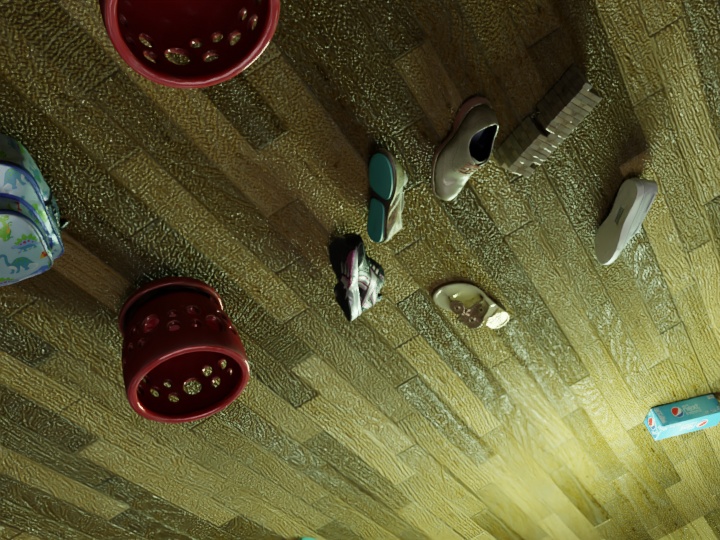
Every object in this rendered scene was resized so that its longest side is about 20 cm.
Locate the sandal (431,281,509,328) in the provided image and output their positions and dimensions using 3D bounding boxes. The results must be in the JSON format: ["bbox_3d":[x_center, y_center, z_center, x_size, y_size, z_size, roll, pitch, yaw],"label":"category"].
[{"bbox_3d":[0.236,0.087,1.820,0.211,0.070,0.078,24,121,-40],"label":"sandal"}]

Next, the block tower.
[{"bbox_3d":[0.315,-0.244,1.519,0.058,0.054,0.200,17,126,-38],"label":"block tower"}]

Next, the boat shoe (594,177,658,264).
[{"bbox_3d":[0.520,-0.095,1.767,0.068,0.072,0.200,-3,126,-21],"label":"boat shoe"}]

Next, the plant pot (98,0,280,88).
[{"bbox_3d":[-0.210,-0.347,1.069,0.200,0.183,0.201,-12,138,-11],"label":"plant pot"}]

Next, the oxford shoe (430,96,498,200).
[{"bbox_3d":[0.171,-0.186,1.498,0.071,0.074,0.200,-3,135,-22],"label":"oxford shoe"}]

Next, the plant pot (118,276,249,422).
[{"bbox_3d":[-0.301,0.126,1.516,0.200,0.183,0.201,-13,137,-12],"label":"plant pot"}]

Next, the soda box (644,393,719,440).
[{"bbox_3d":[0.874,0.395,2.444,0.199,0.064,0.068,-9,138,-15],"label":"soda box"}]

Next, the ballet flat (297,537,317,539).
[{"bbox_3d":[-0.109,0.745,2.364,0.070,0.067,0.200,-31,138,31],"label":"ballet flat"}]

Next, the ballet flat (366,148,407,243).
[{"bbox_3d":[0.049,-0.132,1.514,0.071,0.071,0.200,-11,137,-14],"label":"ballet flat"}]

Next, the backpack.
[{"bbox_3d":[-0.513,-0.078,1.243,0.183,0.147,0.200,-17,136,-11],"label":"backpack"}]

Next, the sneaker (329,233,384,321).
[{"bbox_3d":[0.000,0.000,1.618,0.086,0.080,0.200,-25,148,-18],"label":"sneaker"}]
